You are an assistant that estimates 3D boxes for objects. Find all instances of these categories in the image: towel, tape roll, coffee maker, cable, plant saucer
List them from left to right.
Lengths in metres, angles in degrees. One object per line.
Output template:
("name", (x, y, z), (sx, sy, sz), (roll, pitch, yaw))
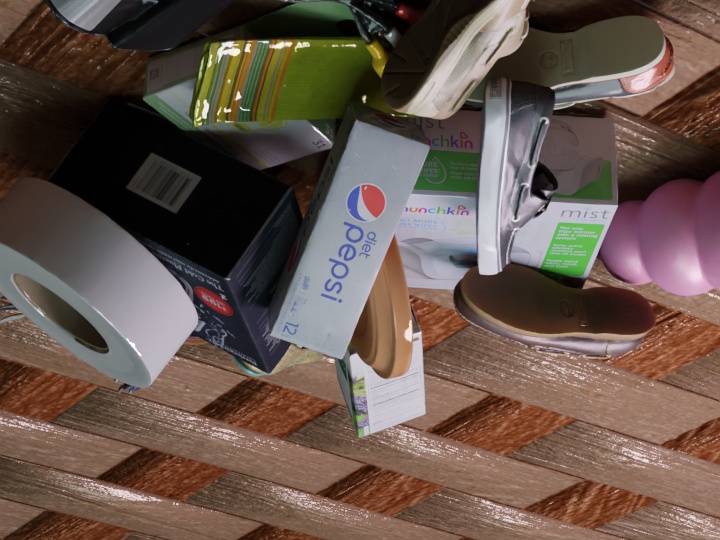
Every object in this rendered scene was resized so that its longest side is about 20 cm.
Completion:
("tape roll", (-0.239, 0.012, 1.671), (0.202, 0.071, 0.203), (32, 161, 13))
("coffee maker", (-0.105, -0.240, 1.373), (0.192, 0.135, 0.200), (23, 144, -37))
("towel", (-0.038, -0.155, 1.580), (0.199, 0.018, 0.086), (-4, 138, -21))
("plant saucer", (0.000, 0.000, 1.736), (0.032, 0.201, 0.201), (-14, 154, -14))
("cable", (0.009, -0.205, 1.516), (0.200, 0.050, 0.097), (29, 124, -37))

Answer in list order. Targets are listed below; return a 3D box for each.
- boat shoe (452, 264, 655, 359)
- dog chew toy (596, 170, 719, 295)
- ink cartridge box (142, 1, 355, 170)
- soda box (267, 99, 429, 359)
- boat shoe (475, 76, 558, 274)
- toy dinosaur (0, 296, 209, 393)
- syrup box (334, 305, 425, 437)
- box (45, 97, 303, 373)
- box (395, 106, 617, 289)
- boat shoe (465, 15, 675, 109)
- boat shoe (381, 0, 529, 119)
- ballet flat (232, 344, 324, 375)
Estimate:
("boat shoe", (0.168, 0.046, 1.757), (0.199, 0.071, 0.070), (13, 146, -22))
("dog chew toy", (0.309, -0.032, 1.770), (0.199, 0.125, 0.125), (-6, 152, 27))
("ink cartridge box", (-0.060, -0.155, 1.618), (0.199, 0.048, 0.145), (-15, 147, 29))
("soda box", (-0.012, -0.033, 1.604), (0.068, 0.063, 0.201), (18, 107, -11))
("boat shoe", (0.128, -0.074, 1.575), (0.066, 0.070, 0.201), (2, 131, 2))
("toy dinosaur", (-0.240, 0.024, 1.835), (0.199, 0.182, 0.105), (-23, 166, 5))
("syrup box", (0.017, 0.087, 1.996), (0.081, 0.079, 0.200), (-19, 152, -6))
("box", (-0.148, -0.028, 1.697), (0.199, 0.104, 0.182), (26, 160, 23))
("box", (0.115, -0.063, 1.733), (0.199, 0.097, 0.177), (4, 153, -5))
("boat shoe", (0.156, -0.164, 1.577), (0.199, 0.072, 0.063), (-6, 163, 17))
("boat shoe", (0.094, -0.198, 1.490), (0.064, 0.071, 0.200), (14, 131, -37))
("ballet flat", (-0.065, 0.059, 1.930), (0.070, 0.071, 0.200), (-11, -177, 19))
